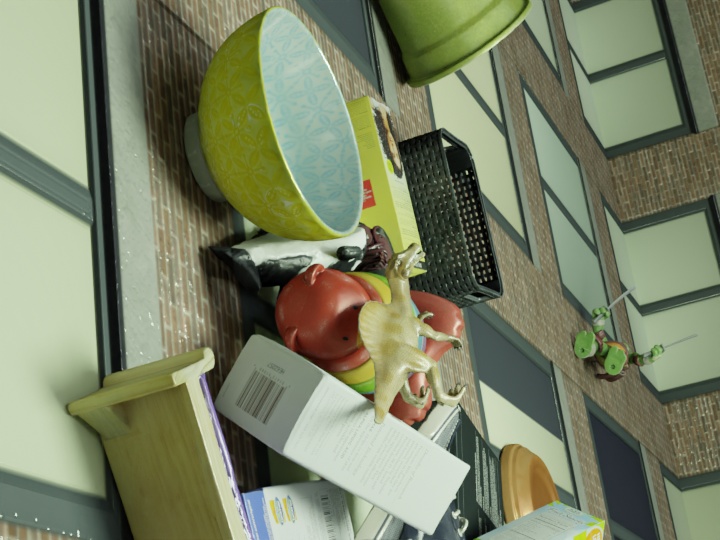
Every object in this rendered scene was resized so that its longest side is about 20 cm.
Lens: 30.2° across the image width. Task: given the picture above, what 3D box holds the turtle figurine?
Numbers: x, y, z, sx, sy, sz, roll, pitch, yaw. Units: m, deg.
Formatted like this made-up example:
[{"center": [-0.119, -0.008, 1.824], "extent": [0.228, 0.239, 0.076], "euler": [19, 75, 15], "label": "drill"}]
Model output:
[{"center": [0.484, 0.119, 2.464], "extent": [0.145, 0.199, 0.193], "euler": [61, 26, 11], "label": "turtle figurine"}]

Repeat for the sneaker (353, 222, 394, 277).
[{"center": [0.000, 0.000, 1.360], "extent": [0.200, 0.075, 0.116], "euler": [43, 29, -74], "label": "sneaker"}]

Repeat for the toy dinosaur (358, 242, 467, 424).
[{"center": [0.032, 0.072, 1.063], "extent": [0.101, 0.058, 0.201], "euler": [41, 38, -27], "label": "toy dinosaur"}]

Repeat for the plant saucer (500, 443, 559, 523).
[{"center": [0.237, 0.329, 1.791], "extent": [0.200, 0.037, 0.202], "euler": [-16, 90, -71], "label": "plant saucer"}]

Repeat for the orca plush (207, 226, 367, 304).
[{"center": [-0.057, 0.006, 1.172], "extent": [0.200, 0.104, 0.072], "euler": [-29, 126, -70], "label": "orca plush"}]

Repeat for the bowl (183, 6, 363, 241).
[{"center": [-0.085, -0.111, 1.136], "extent": [0.200, 0.107, 0.202], "euler": [-16, 90, -70], "label": "bowl"}]

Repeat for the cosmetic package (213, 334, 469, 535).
[{"center": [-0.012, 0.134, 1.073], "extent": [0.200, 0.101, 0.074], "euler": [34, 84, -43], "label": "cosmetic package"}]

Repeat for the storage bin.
[{"center": [0.095, -0.057, 1.620], "extent": [0.135, 0.093, 0.202], "euler": [18, 57, -67], "label": "storage bin"}]

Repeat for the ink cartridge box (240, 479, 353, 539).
[{"center": [-0.052, 0.231, 1.058], "extent": [0.200, 0.042, 0.120], "euler": [19, 56, -71], "label": "ink cartridge box"}]

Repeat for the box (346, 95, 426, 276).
[{"center": [0.022, -0.091, 1.508], "extent": [0.075, 0.050, 0.202], "euler": [9, 67, -69], "label": "box"}]

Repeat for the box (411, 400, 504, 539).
[{"center": [0.093, 0.256, 1.383], "extent": [0.141, 0.078, 0.201], "euler": [58, 25, -44], "label": "box"}]

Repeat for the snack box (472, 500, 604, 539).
[{"center": [0.149, 0.335, 1.290], "extent": [0.199, 0.067, 0.170], "euler": [-14, 114, -46], "label": "snack box"}]

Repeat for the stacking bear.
[{"center": [-0.006, 0.051, 1.147], "extent": [0.122, 0.113, 0.200], "euler": [-66, 154, -3], "label": "stacking bear"}]

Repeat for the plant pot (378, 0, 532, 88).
[{"center": [0.097, -0.377, 1.779], "extent": [0.185, 0.199, 0.201], "euler": [54, 25, -17], "label": "plant pot"}]

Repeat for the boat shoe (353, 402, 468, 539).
[{"center": [0.064, 0.215, 1.215], "extent": [0.201, 0.092, 0.075], "euler": [-56, 174, -31], "label": "boat shoe"}]

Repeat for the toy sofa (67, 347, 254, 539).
[{"center": [-0.110, 0.158, 0.888], "extent": [0.098, 0.082, 0.202], "euler": [-23, 96, -70], "label": "toy sofa"}]
